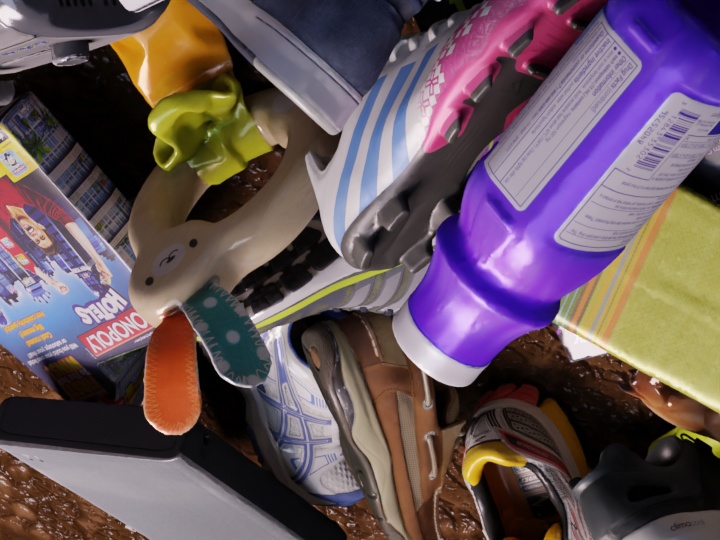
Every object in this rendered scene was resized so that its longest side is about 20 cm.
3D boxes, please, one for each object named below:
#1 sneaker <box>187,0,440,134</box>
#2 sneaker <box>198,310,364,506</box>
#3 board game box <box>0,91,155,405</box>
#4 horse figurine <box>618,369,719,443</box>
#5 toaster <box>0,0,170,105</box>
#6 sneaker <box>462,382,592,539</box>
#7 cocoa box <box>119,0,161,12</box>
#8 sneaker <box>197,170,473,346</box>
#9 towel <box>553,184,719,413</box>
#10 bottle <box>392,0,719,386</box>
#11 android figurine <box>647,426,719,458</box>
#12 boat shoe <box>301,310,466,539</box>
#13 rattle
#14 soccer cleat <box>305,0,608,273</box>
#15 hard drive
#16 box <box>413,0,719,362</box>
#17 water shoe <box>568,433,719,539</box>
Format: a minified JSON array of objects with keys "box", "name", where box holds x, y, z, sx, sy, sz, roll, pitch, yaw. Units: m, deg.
[{"box":[-0.015,-0.159,0.811,0.077,0.147,0.202,36,-175,-40],"name":"sneaker"},{"box":[-0.025,0.073,1.081,0.087,0.076,0.201,-4,134,32],"name":"sneaker"},{"box":[-0.170,0.000,1.048,0.200,0.062,0.199,49,144,-17],"name":"board game box"},{"box":[0.229,0.075,0.864,0.198,0.050,0.133,19,153,3],"name":"horse figurine"},{"box":[-0.171,-0.179,0.806,0.128,0.113,0.202,-16,86,44],"name":"toaster"},{"box":[0.115,0.170,1.059,0.077,0.082,0.201,-28,99,28],"name":"sneaker"},{"box":[-0.086,-0.232,0.710,0.130,0.134,0.200,-15,127,39],"name":"cocoa box"},{"box":[0.000,0.000,0.947,0.198,0.074,0.081,-22,135,14],"name":"sneaker"},{"box":[0.149,0.011,0.799,0.199,0.018,0.087,29,113,17],"name":"towel"},{"box":[0.087,-0.035,0.760,0.065,0.083,0.200,51,120,23],"name":"bottle"},{"box":[0.257,0.134,1.026,0.181,0.041,0.200,35,143,-12],"name":"android figurine"},{"box":[0.027,0.094,1.035,0.073,0.076,0.201,-26,139,-7],"name":"boat shoe"},{"box":[-0.091,-0.044,0.878,0.129,0.201,0.144,4,138,25],"name":"rattle"},{"box":[0.038,-0.086,0.801,0.069,0.087,0.200,6,136,-43],"name":"soccer cleat"},{"box":[-0.112,0.132,1.095,0.138,0.033,0.200,2,155,30],"name":"hard drive"},{"box":[0.120,-0.062,0.825,0.142,0.036,0.201,-16,108,40],"name":"box"},{"box":[0.185,0.115,0.918,0.199,0.079,0.072,4,139,-50],"name":"water shoe"}]
